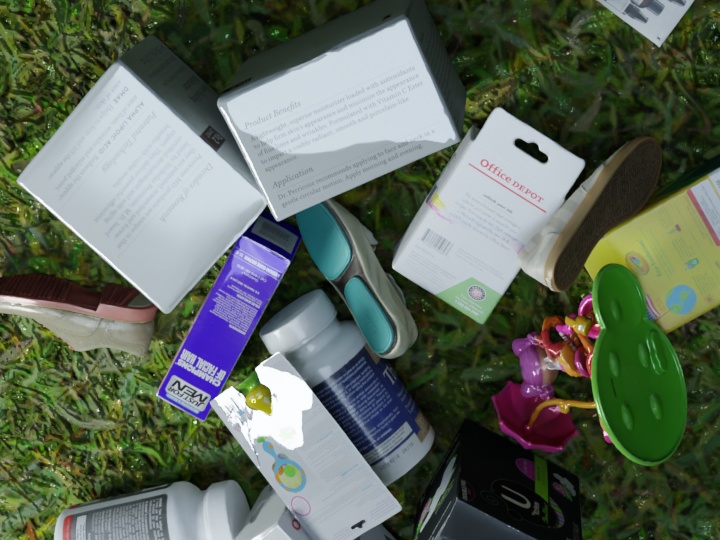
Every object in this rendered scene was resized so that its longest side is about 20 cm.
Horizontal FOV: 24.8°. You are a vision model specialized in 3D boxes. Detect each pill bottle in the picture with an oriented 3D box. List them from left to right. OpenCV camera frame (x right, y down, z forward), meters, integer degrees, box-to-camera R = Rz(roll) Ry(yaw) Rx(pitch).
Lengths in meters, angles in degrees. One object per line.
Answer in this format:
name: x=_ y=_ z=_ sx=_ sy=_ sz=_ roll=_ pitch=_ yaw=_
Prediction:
pill bottle: x=-0.224 y=0.296 z=1.789 sx=0.198 sy=0.116 sz=0.117 roll=-13 pitch=105 yaw=10
pill bottle: x=-0.018 y=0.124 z=1.717 sx=0.110 sy=0.111 sz=0.201 roll=-31 pitch=102 yaw=14

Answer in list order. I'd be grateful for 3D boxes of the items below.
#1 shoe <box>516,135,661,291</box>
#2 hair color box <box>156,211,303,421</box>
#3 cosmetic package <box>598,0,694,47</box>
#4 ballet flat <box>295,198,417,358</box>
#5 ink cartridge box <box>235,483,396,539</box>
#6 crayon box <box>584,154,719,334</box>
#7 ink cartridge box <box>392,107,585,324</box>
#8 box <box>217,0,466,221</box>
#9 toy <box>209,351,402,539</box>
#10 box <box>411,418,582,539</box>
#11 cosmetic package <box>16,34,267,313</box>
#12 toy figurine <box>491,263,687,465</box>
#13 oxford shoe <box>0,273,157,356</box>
shoe: x=0.228 y=-0.064 z=1.627 sx=0.200 sy=0.053 sz=0.070 roll=-48 pitch=131 yaw=-22
hair color box: x=-0.135 y=0.045 z=1.706 sx=0.064 sy=0.109 sz=0.201 roll=27 pitch=107 yaw=-3
cosmetic package: x=0.317 y=-0.323 z=1.577 sx=0.082 sy=0.051 sz=0.201 roll=33 pitch=107 yaw=-6
ballet flat: x=0.000 y=0.000 z=1.697 sx=0.069 sy=0.069 sz=0.201 roll=-31 pitch=76 yaw=14
ink cartridge box: x=-0.030 y=0.319 z=1.754 sx=0.083 sy=0.147 sz=0.200 roll=-38 pitch=101 yaw=28
crayon box: x=0.334 y=-0.024 z=1.667 sx=0.199 sy=0.051 sz=0.128 roll=-29 pitch=102 yaw=13
ink cartridge box: x=0.131 y=-0.064 z=1.667 sx=0.116 sy=0.067 sz=0.201 roll=31 pitch=108 yaw=-5
box: x=-0.012 y=-0.167 z=1.581 sx=0.197 sy=0.200 sz=0.132 roll=-22 pitch=106 yaw=12
toy: x=-0.051 y=0.179 z=1.664 sx=0.115 sy=0.047 sz=0.201 roll=-36 pitch=97 yaw=34
box: x=0.140 y=0.272 z=1.699 sx=0.147 sy=0.200 sz=0.125 roll=27 pitch=109 yaw=-3
cosmetic package: x=-0.202 y=-0.099 z=1.640 sx=0.200 sy=0.165 sz=0.165 roll=41 pitch=106 yaw=-8
toy figurine: x=0.210 y=0.109 z=1.671 sx=0.183 sy=0.149 sz=0.202 roll=-16 pitch=87 yaw=44
oxford shoe: x=-0.318 y=0.053 z=1.750 sx=0.197 sy=0.071 sz=0.076 roll=10 pitch=113 yaw=4
